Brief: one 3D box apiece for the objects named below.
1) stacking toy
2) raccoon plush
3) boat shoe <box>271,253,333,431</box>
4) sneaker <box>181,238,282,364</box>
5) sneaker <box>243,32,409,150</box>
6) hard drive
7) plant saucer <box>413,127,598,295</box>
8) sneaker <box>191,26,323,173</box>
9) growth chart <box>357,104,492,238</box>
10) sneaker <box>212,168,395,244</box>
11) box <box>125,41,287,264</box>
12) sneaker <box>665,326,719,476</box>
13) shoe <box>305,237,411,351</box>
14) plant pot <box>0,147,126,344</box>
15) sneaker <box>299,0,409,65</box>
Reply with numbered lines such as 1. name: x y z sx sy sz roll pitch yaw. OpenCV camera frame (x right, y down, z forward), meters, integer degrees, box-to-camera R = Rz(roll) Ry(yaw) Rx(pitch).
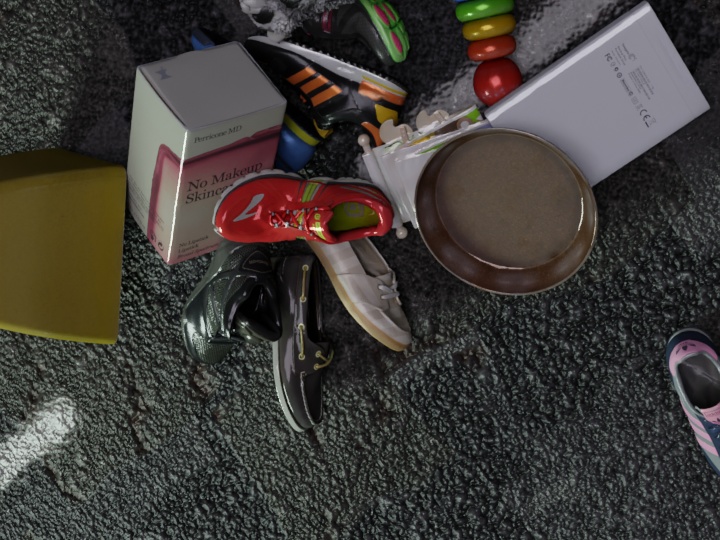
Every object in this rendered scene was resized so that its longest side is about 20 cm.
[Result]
1. stacking toy: 0.134 -0.275 1.320 0.084 0.085 0.203 -9 99 17
2. raccoon plush: -0.030 -0.290 1.304 0.197 0.134 0.098 6 75 -9
3. boat shoe: -0.065 0.083 1.427 0.060 0.072 0.205 -8 93 21
4. sneaker: -0.147 0.061 1.405 0.200 0.075 0.115 -57 39 39
5. sneaker: -0.048 -0.199 1.384 0.197 0.070 0.091 21 100 10
6. hard drive: 0.247 -0.168 1.299 0.199 0.027 0.133 -34 107 11
7. plant saucer: 0.155 -0.067 1.319 0.197 0.035 0.203 10 124 15
8. sneaker: -0.134 -0.189 1.413 0.200 0.066 0.078 46 110 5
9. growth chart: 0.104 -0.110 1.354 0.197 0.018 0.147 -11 110 13
10. sneaker: -0.057 -0.062 1.318 0.197 0.085 0.078 -6 113 -14
11. box: -0.171 -0.125 1.344 0.109 0.127 0.201 51 145 28
12. sneaker: 0.378 0.160 1.306 0.070 0.082 0.202 -30 89 17
13. shoe: 0.000 0.000 1.398 0.053 0.070 0.201 -38 84 25
14. plant pot: -0.391 -0.029 1.407 0.199 0.174 0.204 17 106 51
15. sneaker: -0.026 -0.286 1.370 0.200 0.076 0.084 42 113 17
